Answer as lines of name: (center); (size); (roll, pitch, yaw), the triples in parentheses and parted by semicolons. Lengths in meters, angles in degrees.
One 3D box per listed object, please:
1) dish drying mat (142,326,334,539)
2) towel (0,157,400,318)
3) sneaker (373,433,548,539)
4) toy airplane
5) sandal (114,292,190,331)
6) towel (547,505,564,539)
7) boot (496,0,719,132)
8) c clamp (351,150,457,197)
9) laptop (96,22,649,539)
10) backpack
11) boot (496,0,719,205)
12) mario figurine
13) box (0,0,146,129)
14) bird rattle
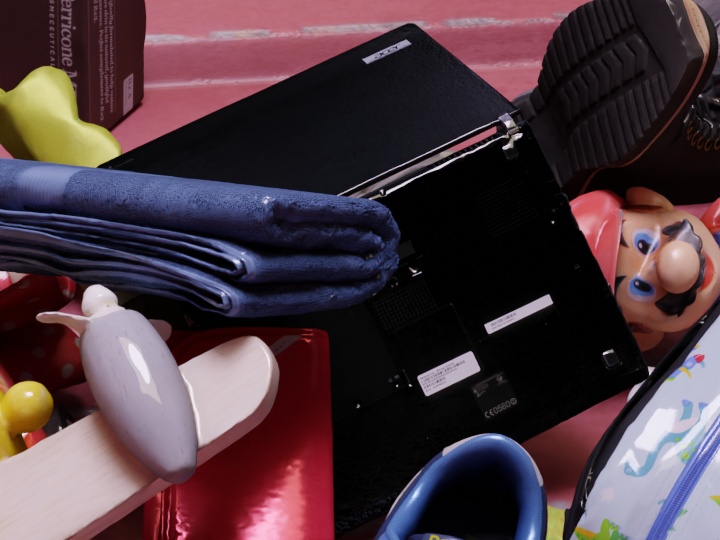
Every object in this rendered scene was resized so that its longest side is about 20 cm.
dish drying mat: (-0.048, 0.106, 0.928); (0.076, 0.018, 0.201); (2, 52, -4)
towel: (-0.090, -0.015, 0.958); (0.199, 0.049, 0.111); (7, 4, 35)
sneaker: (0.018, 0.142, 0.852); (0.074, 0.082, 0.201); (19, 50, 3)
toy airplane: (-0.150, 0.091, 0.885); (0.198, 0.141, 0.200); (5, 49, 37)
sandal: (-0.023, 0.030, 1.098); (0.199, 0.055, 0.082); (11, 73, 23)
towel: (0.144, 0.149, 0.941); (0.199, 0.023, 0.144); (10, 31, 10)
boot: (0.177, -0.111, 1.309); (0.199, 0.070, 0.132); (-10, 30, 14)
c clamp: (0.069, -0.012, 1.208); (0.199, 0.027, 0.170); (27, 38, 34)
laptop: (0.000, 0.000, 1.063); (0.177, 0.201, 0.103); (-26, -3, -12)
backpack: (0.150, 0.087, 0.881); (0.199, 0.164, 0.154); (-27, 56, -31)
boot: (0.156, -0.082, 1.146); (0.138, 0.200, 0.078); (-7, 74, -24)
mario figurine: (0.179, 0.007, 1.098); (0.199, 0.106, 0.124); (5, 47, -12)
box: (-0.225, -0.148, 1.341); (0.199, 0.101, 0.075); (12, 31, 17)
bird rattle: (-0.191, 0.005, 1.121); (0.162, 0.113, 0.201); (-1, 41, 16)
